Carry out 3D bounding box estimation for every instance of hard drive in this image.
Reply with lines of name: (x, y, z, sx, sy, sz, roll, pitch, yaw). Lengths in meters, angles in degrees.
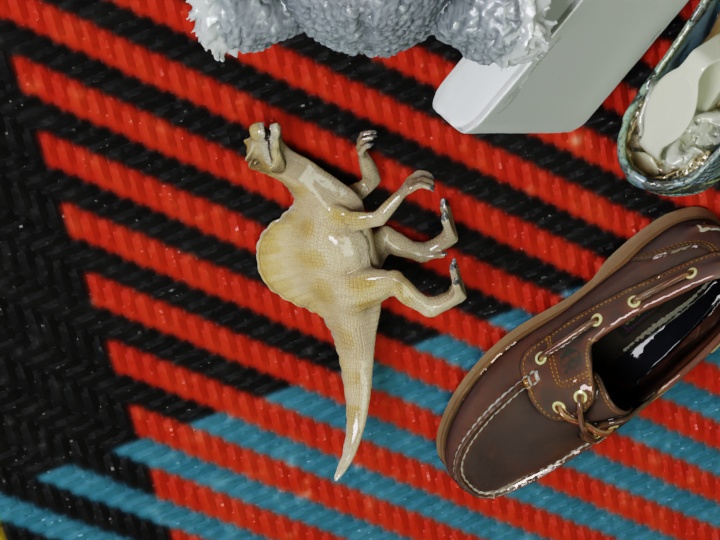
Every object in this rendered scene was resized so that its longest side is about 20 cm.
hard drive: (0.108, -0.119, 1.218, 0.026, 0.200, 0.132, 43, 104, 11)

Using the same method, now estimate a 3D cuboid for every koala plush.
koala plush: (0.004, -0.182, 1.090, 0.176, 0.184, 0.201, 5, 91, -4)

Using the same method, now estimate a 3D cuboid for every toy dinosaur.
toy dinosaur: (0.000, 0.000, 1.330, 0.101, 0.058, 0.201, -13, 115, 8)

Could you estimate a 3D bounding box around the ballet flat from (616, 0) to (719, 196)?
ballet flat: (0.190, -0.115, 1.288, 0.074, 0.074, 0.201, 17, 116, -25)

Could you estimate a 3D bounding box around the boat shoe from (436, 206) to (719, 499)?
boat shoe: (0.122, 0.051, 1.378, 0.200, 0.070, 0.070, -45, 123, 13)
